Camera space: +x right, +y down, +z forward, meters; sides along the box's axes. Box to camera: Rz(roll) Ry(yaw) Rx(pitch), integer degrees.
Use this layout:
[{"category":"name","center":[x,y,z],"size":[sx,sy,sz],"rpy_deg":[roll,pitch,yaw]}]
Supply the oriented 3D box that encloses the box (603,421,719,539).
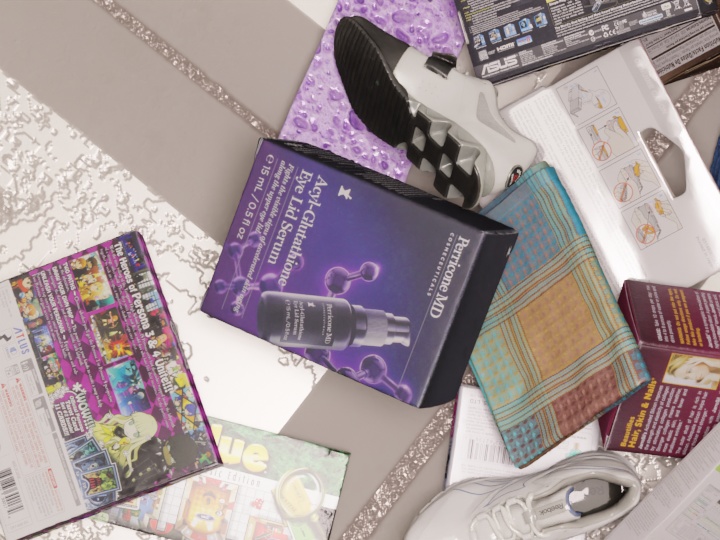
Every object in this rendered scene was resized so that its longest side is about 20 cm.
[{"category":"box","center":[0.271,0.212,1.649],"size":[0.144,0.036,0.200],"rpy_deg":[35,105,-35]}]

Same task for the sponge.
[{"category":"sponge","center":[0.021,-0.175,1.739],"size":[0.111,0.030,0.201],"rpy_deg":[23,84,-1]}]

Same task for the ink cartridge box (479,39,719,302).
[{"category":"ink cartridge box","center":[0.192,-0.059,1.709],"size":[0.176,0.045,0.201],"rpy_deg":[-28,87,10]}]

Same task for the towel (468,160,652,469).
[{"category":"towel","center":[0.134,0.034,1.655],"size":[0.147,0.022,0.201],"rpy_deg":[-39,61,33]}]

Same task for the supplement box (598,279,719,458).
[{"category":"supplement box","center":[0.293,0.085,1.669],"size":[0.199,0.086,0.111],"rpy_deg":[8,125,-8]}]

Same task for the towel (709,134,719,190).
[{"category":"towel","center":[0.383,-0.056,1.734],"size":[0.199,0.049,0.112],"rpy_deg":[11,88,-2]}]

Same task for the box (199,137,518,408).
[{"category":"box","center":[0.000,0.000,1.646],"size":[0.199,0.104,0.149],"rpy_deg":[22,98,17]}]

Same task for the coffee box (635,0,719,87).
[{"category":"coffee box","center":[0.252,-0.259,1.707],"size":[0.080,0.113,0.201],"rpy_deg":[-28,86,38]}]

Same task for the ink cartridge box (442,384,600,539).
[{"category":"ink cartridge box","center":[0.123,0.198,1.705],"size":[0.119,0.042,0.201],"rpy_deg":[8,82,-3]}]

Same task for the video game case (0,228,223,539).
[{"category":"video game case","center":[-0.225,0.092,1.682],"size":[0.180,0.036,0.201],"rpy_deg":[-21,81,2]}]

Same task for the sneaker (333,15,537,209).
[{"category":"sneaker","center":[0.059,-0.134,1.684],"size":[0.088,0.074,0.200],"rpy_deg":[-26,63,-32]}]

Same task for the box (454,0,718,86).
[{"category":"box","center":[0.163,-0.247,1.664],"size":[0.199,0.049,0.162],"rpy_deg":[-17,93,31]}]

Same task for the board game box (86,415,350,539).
[{"category":"board game box","center":[-0.116,0.171,1.704],"size":[0.199,0.023,0.105],"rpy_deg":[14,82,-2]}]

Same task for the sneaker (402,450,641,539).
[{"category":"sneaker","center":[0.126,0.186,1.644],"size":[0.199,0.087,0.075],"rpy_deg":[-21,87,-5]}]
